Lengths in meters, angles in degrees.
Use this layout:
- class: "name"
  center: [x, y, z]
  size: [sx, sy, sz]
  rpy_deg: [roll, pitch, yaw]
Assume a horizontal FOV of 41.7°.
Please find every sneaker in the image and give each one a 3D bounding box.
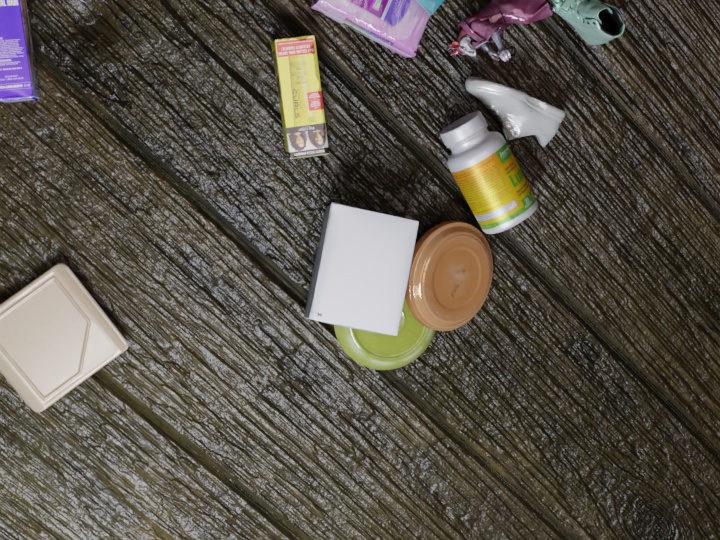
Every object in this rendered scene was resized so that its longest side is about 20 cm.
- class: "sneaker"
  center: [0.269, -0.282, 1.699]
  size: [0.199, 0.075, 0.089]
  rpy_deg: [20, 105, -16]
- class: "sneaker"
  center: [0.386, -0.481, 1.669]
  size: [0.200, 0.118, 0.074]
  rpy_deg: [37, 90, -14]

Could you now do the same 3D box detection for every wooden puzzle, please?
- class: "wooden puzzle"
  center: [-0.520, 0.112, 1.583]
  size: [0.200, 0.037, 0.185]
  rpy_deg: [-35, 105, -2]

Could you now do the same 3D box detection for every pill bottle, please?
- class: "pill bottle"
  center: [0.223, -0.176, 1.677]
  size: [0.111, 0.111, 0.200]
  rpy_deg: [-32, 104, -7]

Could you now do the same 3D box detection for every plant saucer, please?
- class: "plant saucer"
  center: [0.165, 0.012, 1.693]
  size: [0.200, 0.032, 0.201]
  rpy_deg: [-10, 107, -34]
- class: "plant saucer"
  center: [0.051, 0.086, 1.715]
  size: [0.199, 0.031, 0.201]
  rpy_deg: [-2, 99, -14]

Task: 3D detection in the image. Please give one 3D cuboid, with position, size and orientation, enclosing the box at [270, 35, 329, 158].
- class: "box"
  center: [-0.102, -0.295, 1.614]
  size: [0.075, 0.050, 0.201]
  rpy_deg: [-8, 99, -12]

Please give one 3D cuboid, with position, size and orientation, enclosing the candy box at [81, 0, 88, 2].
- class: "candy box"
  center: [-0.499, -0.529, 1.480]
  size: [0.199, 0.061, 0.137]
  rpy_deg: [23, 93, -15]

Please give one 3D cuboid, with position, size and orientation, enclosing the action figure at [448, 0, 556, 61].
- class: "action figure"
  center: [0.232, -0.438, 1.631]
  size: [0.200, 0.134, 0.149]
  rpy_deg: [-30, 103, -10]

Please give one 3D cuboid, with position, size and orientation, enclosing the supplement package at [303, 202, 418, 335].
- class: "supplement package"
  center: [0.000, 0.000, 1.626]
  size: [0.155, 0.111, 0.201]
  rpy_deg: [12, 87, -7]

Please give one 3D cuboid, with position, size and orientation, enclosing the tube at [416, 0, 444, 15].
- class: "tube"
  center: [0.154, -0.512, 1.607]
  size: [0.077, 0.050, 0.200]
  rpy_deg: [43, 63, 5]

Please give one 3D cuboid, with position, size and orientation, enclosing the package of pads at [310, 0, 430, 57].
- class: "package of pads"
  center: [0.028, -0.461, 1.609]
  size: [0.199, 0.076, 0.121]
  rpy_deg: [24, 88, -16]

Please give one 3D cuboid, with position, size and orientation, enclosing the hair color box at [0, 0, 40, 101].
- class: "hair color box"
  center: [-0.546, -0.365, 1.467]
  size: [0.065, 0.109, 0.201]
  rpy_deg: [-9, 100, -12]
